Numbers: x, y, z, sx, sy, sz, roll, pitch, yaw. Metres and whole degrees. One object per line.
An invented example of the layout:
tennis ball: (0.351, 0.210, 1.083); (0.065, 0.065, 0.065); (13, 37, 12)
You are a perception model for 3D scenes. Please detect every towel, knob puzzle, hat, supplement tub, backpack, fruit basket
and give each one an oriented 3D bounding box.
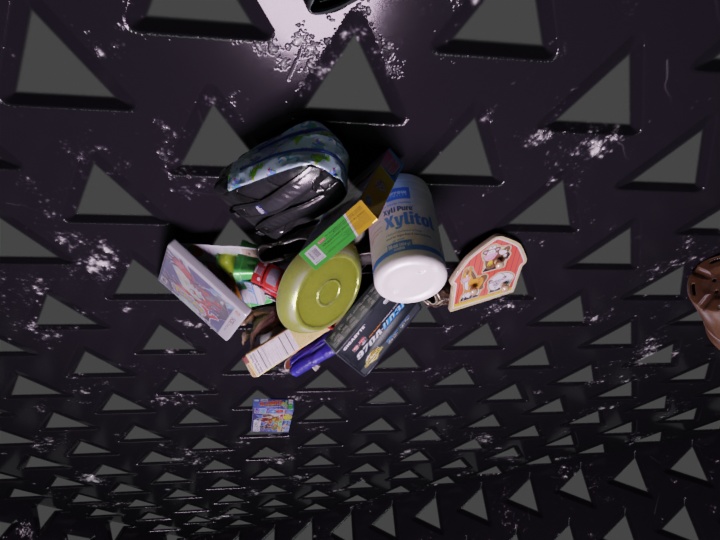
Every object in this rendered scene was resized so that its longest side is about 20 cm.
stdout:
towel: (-0.069, 0.157, 1.199); (0.198, 0.148, 0.050); (-34, 96, 22)
knob puzzle: (0.287, 0.005, 1.146); (0.214, 0.031, 0.223); (-14, 136, -14)
hat: (0.000, 0.000, 1.106); (0.195, 0.082, 0.203); (-11, 144, -8)
supplement tub: (0.079, -0.058, 0.936); (0.128, 0.204, 0.133); (-4, 144, -3)
backpack: (-0.110, -0.151, 0.856); (0.197, 0.157, 0.163); (-6, 148, 40)
fruit basket: (-0.276, 0.014, 1.075); (0.194, 0.096, 0.187); (-1, 143, 0)

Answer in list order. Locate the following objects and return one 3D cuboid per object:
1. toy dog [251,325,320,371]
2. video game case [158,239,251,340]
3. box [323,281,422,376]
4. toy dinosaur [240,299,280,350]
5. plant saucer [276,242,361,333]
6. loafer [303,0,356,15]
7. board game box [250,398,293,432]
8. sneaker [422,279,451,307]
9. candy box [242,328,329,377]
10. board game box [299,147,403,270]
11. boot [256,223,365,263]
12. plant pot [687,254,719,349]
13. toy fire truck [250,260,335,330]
toy dog: (-0.200, 0.195, 1.310); (0.096, 0.133, 0.200); (-39, 126, 7)
video game case: (-0.321, 0.047, 1.055); (0.200, 0.023, 0.182); (43, 145, -4)
box: (0.032, 0.109, 1.079); (0.201, 0.046, 0.159); (-48, 145, -6)
toy dinosaur: (-0.203, 0.103, 1.161); (0.132, 0.200, 0.088); (-10, 104, 2)
plant saucer: (-0.066, 0.035, 0.967); (0.197, 0.031, 0.204); (-26, 132, -32)
loafer: (0.016, -0.372, 0.626); (0.197, 0.072, 0.068); (-22, 141, 21)
board game box: (-0.297, 0.487, 1.737); (0.132, 0.035, 0.202); (4, 142, -12)
sneaker: (0.174, 0.057, 1.203); (0.197, 0.077, 0.070); (24, 135, -32)
candy box: (-0.158, 0.156, 1.136); (0.198, 0.056, 0.115); (-32, 179, -20)
board game box: (-0.011, -0.106, 0.865); (0.040, 0.201, 0.152); (43, 126, -14)
boot: (-0.087, -0.051, 0.972); (0.195, 0.069, 0.131); (-17, -174, 8)
plant pot: (0.896, 0.073, 1.239); (0.197, 0.204, 0.199); (34, 129, -30)
toy fire truck: (-0.121, 0.052, 1.030); (0.138, 0.050, 0.200); (20, 165, 18)
